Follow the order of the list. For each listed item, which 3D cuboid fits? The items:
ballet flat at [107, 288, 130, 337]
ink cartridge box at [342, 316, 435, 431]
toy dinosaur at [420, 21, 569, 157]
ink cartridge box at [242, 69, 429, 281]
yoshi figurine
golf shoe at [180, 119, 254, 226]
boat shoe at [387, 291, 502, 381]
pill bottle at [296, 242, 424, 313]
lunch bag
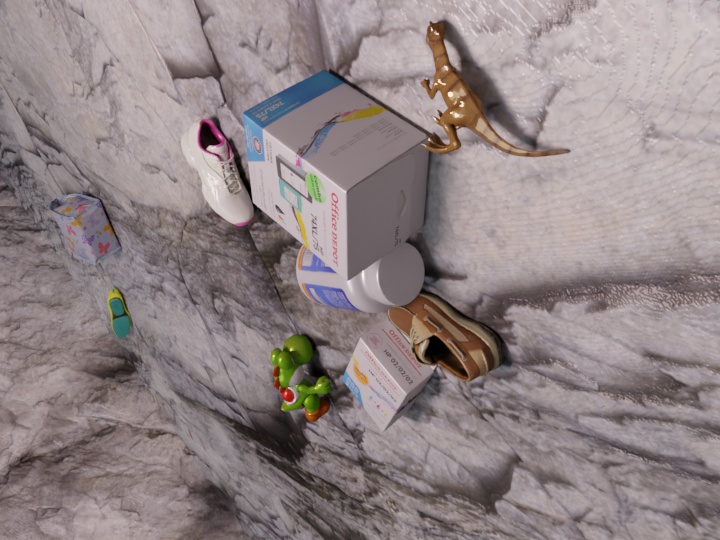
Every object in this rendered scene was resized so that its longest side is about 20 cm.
[{"bbox_3d":[-0.829,0.141,2.562,0.203,0.065,0.068,95,155,-44],"label":"ballet flat"},{"bbox_3d":[0.044,0.158,1.184,0.115,0.067,0.202,48,150,17],"label":"ink cartridge box"},{"bbox_3d":[0.111,-0.163,0.779,0.202,0.060,0.106,54,150,7],"label":"toy dinosaur"},{"bbox_3d":[-0.030,-0.124,0.948,0.199,0.145,0.149,38,146,31],"label":"ink cartridge box"},{"bbox_3d":[-0.114,0.203,1.482,0.202,0.109,0.114,69,-168,-47],"label":"yoshi figurine"},{"bbox_3d":[-0.248,-0.175,1.321,0.203,0.075,0.091,57,148,-1],"label":"golf shoe"},{"bbox_3d":[0.101,0.090,1.023,0.198,0.073,0.077,24,137,46],"label":"boat shoe"},{"bbox_3d":[0.000,0.000,1.057,0.198,0.111,0.114,5,123,55],"label":"pill bottle"},{"bbox_3d":[-0.824,-0.132,2.215,0.196,0.127,0.173,13,132,39],"label":"lunch bag"}]
